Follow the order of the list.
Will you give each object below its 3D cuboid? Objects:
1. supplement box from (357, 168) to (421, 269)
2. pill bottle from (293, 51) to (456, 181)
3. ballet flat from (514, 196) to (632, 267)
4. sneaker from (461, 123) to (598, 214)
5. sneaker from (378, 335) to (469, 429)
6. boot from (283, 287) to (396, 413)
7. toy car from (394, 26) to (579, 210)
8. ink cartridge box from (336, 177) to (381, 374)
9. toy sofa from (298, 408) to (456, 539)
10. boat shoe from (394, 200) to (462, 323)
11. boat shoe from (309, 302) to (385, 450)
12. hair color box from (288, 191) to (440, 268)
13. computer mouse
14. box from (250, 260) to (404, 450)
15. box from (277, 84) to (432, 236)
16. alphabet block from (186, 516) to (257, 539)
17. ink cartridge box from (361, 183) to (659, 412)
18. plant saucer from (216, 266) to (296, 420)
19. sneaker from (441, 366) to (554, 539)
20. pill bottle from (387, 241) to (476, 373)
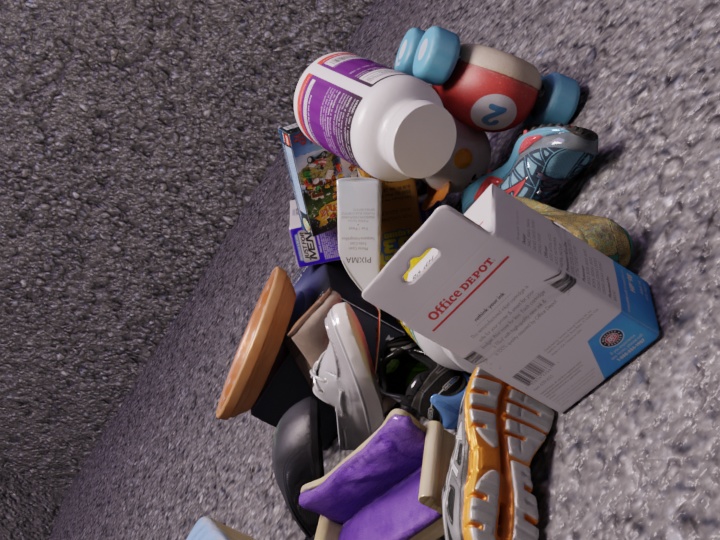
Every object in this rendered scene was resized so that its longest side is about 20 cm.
[{"bbox_3d":[0.040,-0.060,1.108,0.069,0.066,0.200,-108,8,-64],"label":"supplement box"},{"bbox_3d":[0.016,-0.165,0.976,0.113,0.112,0.200,-59,38,5],"label":"pill bottle"},{"bbox_3d":[0.156,-0.027,0.817,0.200,0.071,0.071,18,78,60],"label":"ballet flat"},{"bbox_3d":[0.178,-0.073,0.928,0.200,0.079,0.096,135,141,-55],"label":"sneaker"},{"bbox_3d":[0.056,0.102,0.941,0.071,0.083,0.200,-59,15,3],"label":"sneaker"},{"bbox_3d":[-0.016,0.106,1.036,0.070,0.146,0.200,-43,-3,-22],"label":"boot"},{"bbox_3d":[0.121,-0.159,1.057,0.177,0.184,0.200,-129,56,-72],"label":"toy car"},{"bbox_3d":[0.000,0.000,0.980,0.160,0.047,0.200,-69,-19,-85],"label":"ink cartridge box"},{"bbox_3d":[0.018,0.220,0.829,0.200,0.097,0.083,-46,21,39],"label":"toy sofa"},{"bbox_3d":[0.095,-0.016,1.055,0.200,0.068,0.072,-65,17,-17],"label":"boat shoe"},{"bbox_3d":[-0.018,0.119,0.959,0.072,0.068,0.200,-101,-3,-47],"label":"boat shoe"},{"bbox_3d":[0.006,-0.069,1.216,0.109,0.200,0.065,-98,-3,-66],"label":"hair color box"},{"bbox_3d":[-0.065,0.229,0.964,0.139,0.053,0.200,-91,-2,-68],"label":"computer mouse"},{"bbox_3d":[-0.052,0.095,1.220,0.200,0.123,0.198,-57,17,14],"label":"box"},{"bbox_3d":[0.007,-0.141,1.131,0.200,0.137,0.038,-22,28,-19],"label":"box"},{"bbox_3d":[-0.069,0.337,0.706,0.197,0.200,0.195,-63,15,-10],"label":"alphabet block"},{"bbox_3d":[0.114,0.015,0.700,0.116,0.200,0.067,-48,19,36],"label":"ink cartridge box"},{"bbox_3d":[-0.126,0.094,1.119,0.200,0.037,0.201,-158,90,-82],"label":"plant saucer"},{"bbox_3d":[0.103,0.153,0.732,0.077,0.078,0.200,-55,13,51],"label":"sneaker"},{"bbox_3d":[0.095,0.033,0.887,0.113,0.113,0.200,-59,16,5],"label":"pill bottle"}]
